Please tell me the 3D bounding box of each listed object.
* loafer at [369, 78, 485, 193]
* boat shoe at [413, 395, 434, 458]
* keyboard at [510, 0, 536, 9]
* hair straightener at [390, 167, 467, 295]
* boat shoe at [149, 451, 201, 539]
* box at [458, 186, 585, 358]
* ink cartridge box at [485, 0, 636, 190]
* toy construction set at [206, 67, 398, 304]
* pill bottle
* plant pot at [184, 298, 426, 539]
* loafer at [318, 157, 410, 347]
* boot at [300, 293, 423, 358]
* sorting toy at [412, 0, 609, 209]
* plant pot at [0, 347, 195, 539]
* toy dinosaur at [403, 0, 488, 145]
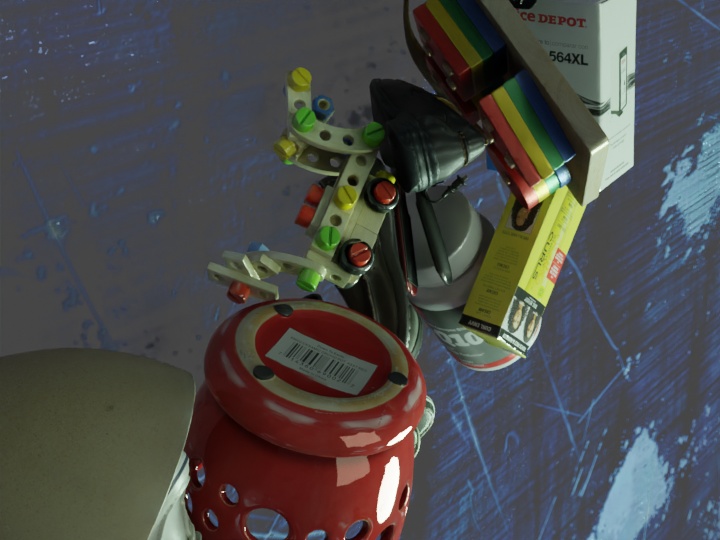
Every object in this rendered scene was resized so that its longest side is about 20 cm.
[{"bbox_3d":[0.053,-0.124,1.068,0.071,0.201,0.074,-14,119,-5],"label":"loafer"},{"bbox_3d":[0.025,0.176,1.239,0.199,0.063,0.072,-20,118,-49],"label":"boat shoe"},{"bbox_3d":[0.129,-0.355,1.158,0.039,0.104,0.203,-15,117,-39],"label":"keyboard"},{"bbox_3d":[0.066,-0.080,1.145,0.041,0.076,0.203,43,38,-62],"label":"hair straightener"},{"bbox_3d":[-0.151,0.201,0.917,0.071,0.069,0.201,-57,179,-45],"label":"boat shoe"},{"bbox_3d":[0.163,-0.024,1.167,0.075,0.050,0.202,33,78,-53],"label":"box"},{"bbox_3d":[0.206,-0.201,1.278,0.084,0.145,0.202,-33,127,-42],"label":"ink cartridge box"},{"bbox_3d":[-0.043,-0.056,1.016,0.202,0.130,0.092,-65,-172,-12],"label":"toy construction set"},{"bbox_3d":[0.103,0.009,1.242,0.115,0.113,0.200,-61,142,-18],"label":"pill bottle"},{"bbox_3d":[-0.046,0.135,0.977,0.199,0.199,0.184,-23,137,-48],"label":"plant pot"},{"bbox_3d":[0.000,0.000,1.114,0.073,0.070,0.203,135,-53,-81],"label":"loafer"},{"bbox_3d":[-0.018,0.069,1.145,0.201,0.067,0.131,-52,133,-31],"label":"boot"},{"bbox_3d":[0.124,-0.145,1.048,0.069,0.200,0.200,-34,168,2],"label":"sorting toy"},{"bbox_3d":[-0.215,0.133,0.815,0.133,0.200,0.202,27,79,-17],"label":"plant pot"},{"bbox_3d":[0.088,-0.178,1.197,0.199,0.060,0.107,29,88,-22],"label":"toy dinosaur"}]
